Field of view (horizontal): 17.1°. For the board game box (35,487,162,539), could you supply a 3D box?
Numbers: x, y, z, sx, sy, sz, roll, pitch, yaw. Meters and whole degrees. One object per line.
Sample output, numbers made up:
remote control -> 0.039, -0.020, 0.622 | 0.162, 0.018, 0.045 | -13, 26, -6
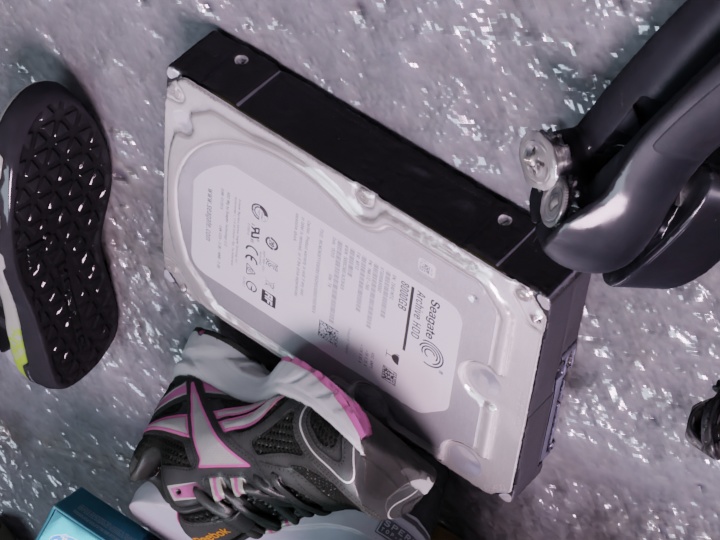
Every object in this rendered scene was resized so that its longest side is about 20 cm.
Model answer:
board game box -> -0.134, 0.235, 1.215 | 0.151, 0.047, 0.200 | 33, 103, 6

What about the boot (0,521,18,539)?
boot -> -0.216, 0.250, 1.493 | 0.182, 0.073, 0.200 | -6, 127, 52

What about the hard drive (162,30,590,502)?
hard drive -> 0.000, 0.000, 1.021 | 0.200, 0.038, 0.140 | 32, 144, 20

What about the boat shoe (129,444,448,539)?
boat shoe -> -0.033, 0.112, 1.152 | 0.200, 0.057, 0.069 | -1, 142, 48

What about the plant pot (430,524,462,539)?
plant pot -> 0.036, 0.202, 1.193 | 0.200, 0.027, 0.200 | 29, 142, 26

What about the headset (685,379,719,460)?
headset -> 0.206, 0.027, 0.771 | 0.200, 0.094, 0.124 | -5, 120, 37

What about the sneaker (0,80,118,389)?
sneaker -> -0.172, -0.019, 1.158 | 0.083, 0.072, 0.200 | 32, 143, 23

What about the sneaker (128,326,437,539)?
sneaker -> -0.041, 0.091, 1.069 | 0.080, 0.086, 0.200 | 39, 169, -23

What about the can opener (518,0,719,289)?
can opener -> 0.114, -0.060, 0.829 | 0.200, 0.079, 0.063 | 121, 142, -52
